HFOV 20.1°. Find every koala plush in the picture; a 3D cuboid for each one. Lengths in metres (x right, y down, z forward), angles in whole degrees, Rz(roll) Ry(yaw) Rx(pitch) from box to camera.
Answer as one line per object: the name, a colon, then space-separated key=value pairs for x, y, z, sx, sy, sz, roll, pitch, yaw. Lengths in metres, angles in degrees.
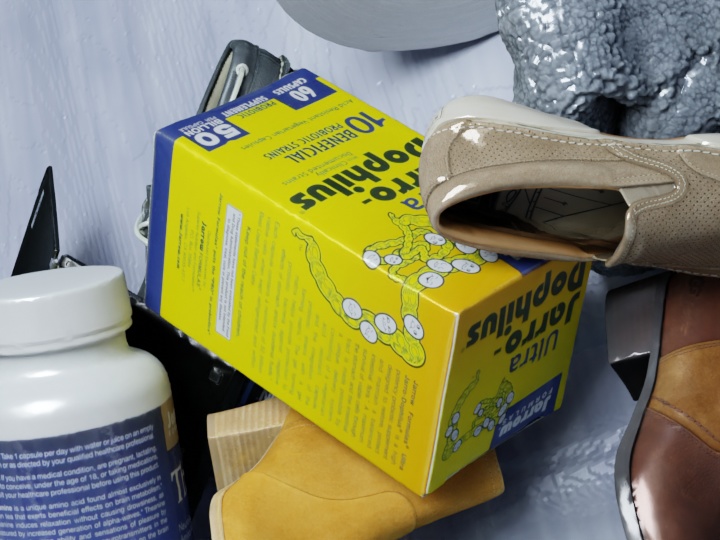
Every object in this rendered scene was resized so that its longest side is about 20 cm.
koala plush: x=0.178 y=-0.115 z=0.974 sx=0.198 sy=0.184 sz=0.179 roll=-10 pitch=64 yaw=17

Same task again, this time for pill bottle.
pill bottle: x=-0.147 y=0.104 z=1.047 sx=0.110 sy=0.111 sz=0.202 roll=-1 pitch=102 yaw=34

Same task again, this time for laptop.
laptop: x=-0.152 y=0.069 z=1.161 sx=0.199 sy=0.103 sz=0.178 roll=28 pitch=112 yaw=16

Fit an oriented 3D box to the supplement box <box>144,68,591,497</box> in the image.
supplement box: x=0.000 y=0.000 z=1.003 sx=0.199 sy=0.108 sz=0.110 roll=32 pitch=131 yaw=30

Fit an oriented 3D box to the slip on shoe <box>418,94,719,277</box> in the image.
slip on shoe: x=0.124 y=-0.027 z=0.914 sx=0.061 sy=0.198 sz=0.076 roll=-81 pitch=7 yaw=-48

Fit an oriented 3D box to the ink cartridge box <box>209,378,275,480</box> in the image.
ink cartridge box: x=-0.031 y=0.029 z=1.122 sx=0.099 sy=0.039 sz=0.201 roll=17 pitch=80 yaw=37

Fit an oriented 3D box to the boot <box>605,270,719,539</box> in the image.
boot: x=0.219 y=0.071 z=0.933 sx=0.198 sy=0.069 sz=0.190 roll=-13 pitch=55 yaw=21

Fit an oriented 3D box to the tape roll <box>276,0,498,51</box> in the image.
tape roll: x=0.038 y=-0.204 z=1.076 sx=0.199 sy=0.200 sz=0.067 roll=-27 pitch=56 yaw=21

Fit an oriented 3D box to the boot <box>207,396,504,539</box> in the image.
boot: x=0.000 y=0.119 z=0.985 sx=0.143 sy=0.071 sz=0.202 roll=-9 pitch=35 yaw=-1

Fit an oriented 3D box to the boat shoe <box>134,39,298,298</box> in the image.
boat shoe: x=-0.096 y=-0.036 z=1.160 sx=0.201 sy=0.060 sz=0.076 roll=-62 pitch=21 yaw=1
